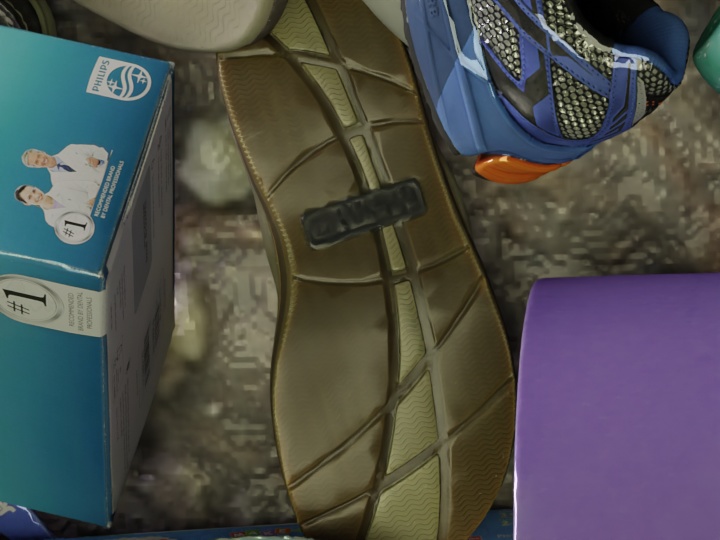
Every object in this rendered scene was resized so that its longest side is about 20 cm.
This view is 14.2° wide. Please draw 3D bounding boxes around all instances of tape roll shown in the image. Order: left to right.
[{"bbox_3d":[0.096,0.101,0.865,0.085,0.200,0.201,-3,103,8],"label":"tape roll"}]

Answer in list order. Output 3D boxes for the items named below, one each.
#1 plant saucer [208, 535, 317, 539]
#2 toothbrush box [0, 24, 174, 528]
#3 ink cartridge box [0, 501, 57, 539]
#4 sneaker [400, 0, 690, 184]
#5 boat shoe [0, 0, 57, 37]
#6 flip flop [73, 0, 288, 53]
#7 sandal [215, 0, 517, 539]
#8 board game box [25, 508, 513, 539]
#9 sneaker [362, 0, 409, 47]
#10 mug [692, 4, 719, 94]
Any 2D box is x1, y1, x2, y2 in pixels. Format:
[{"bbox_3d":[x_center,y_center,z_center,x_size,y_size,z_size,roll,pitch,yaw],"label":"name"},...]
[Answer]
[{"bbox_3d":[-0.037,0.174,0.920,0.200,0.039,0.202,-2,105,-9],"label":"plant saucer"},{"bbox_3d":[-0.163,-0.010,0.899,0.199,0.086,0.147,11,145,5],"label":"toothbrush box"},{"bbox_3d":[-0.172,0.147,0.998,0.200,0.042,0.119,-37,97,17],"label":"ink cartridge box"},{"bbox_3d":[0.042,-0.127,0.839,0.078,0.075,0.201,-12,108,39],"label":"sneaker"},{"bbox_3d":[-0.199,-0.092,0.929,0.200,0.066,0.072,21,106,3],"label":"boat shoe"},{"bbox_3d":[-0.113,-0.119,0.894,0.199,0.058,0.081,28,134,9],"label":"flip flop"},{"bbox_3d":[0.000,0.000,0.932,0.080,0.054,0.201,-13,86,-3],"label":"sandal"},{"bbox_3d":[-0.034,0.160,0.956,0.199,0.037,0.152,-2,104,-8],"label":"board game box"},{"bbox_3d":[-0.022,-0.148,0.895,0.080,0.076,0.200,-24,104,36],"label":"sneaker"},{"bbox_3d":[0.163,-0.149,0.837,0.184,0.114,0.153,-22,100,14],"label":"mug"}]
